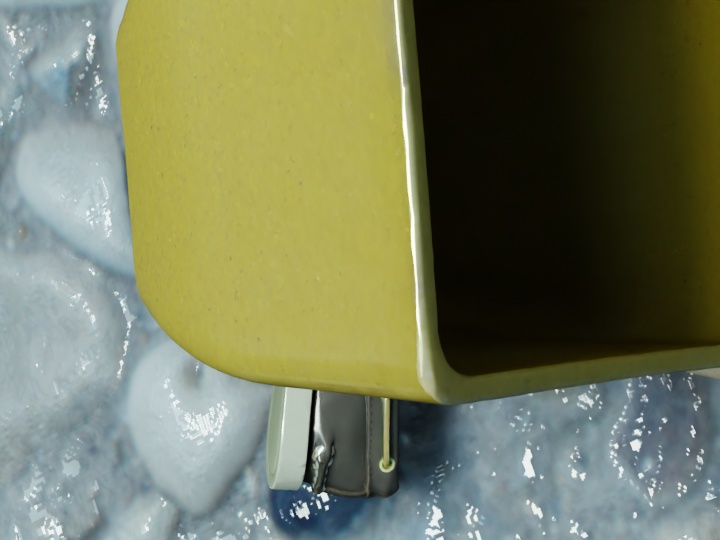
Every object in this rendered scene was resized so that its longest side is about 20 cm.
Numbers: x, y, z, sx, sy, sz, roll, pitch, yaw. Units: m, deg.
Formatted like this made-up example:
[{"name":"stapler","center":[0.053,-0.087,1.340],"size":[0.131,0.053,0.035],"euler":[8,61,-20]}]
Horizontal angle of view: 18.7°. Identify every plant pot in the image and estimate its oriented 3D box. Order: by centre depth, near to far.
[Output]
[{"name":"plant pot","center":[0.013,-0.053,0.832],"size":[0.200,0.194,0.196],"euler":[-5,89,45]}]

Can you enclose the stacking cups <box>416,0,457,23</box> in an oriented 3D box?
[{"name":"stacking cups","center":[-0.021,-0.164,0.985],"size":[0.200,0.060,0.061],"euler":[30,110,29]}]

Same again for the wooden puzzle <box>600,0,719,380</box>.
[{"name":"wooden puzzle","center":[0.156,-0.045,0.863],"size":[0.199,0.046,0.186],"euler":[14,101,36]}]

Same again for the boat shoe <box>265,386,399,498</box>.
[{"name":"boat shoe","center":[0.000,0.000,0.976],"size":[0.060,0.072,0.202],"euler":[8,86,-8]}]
